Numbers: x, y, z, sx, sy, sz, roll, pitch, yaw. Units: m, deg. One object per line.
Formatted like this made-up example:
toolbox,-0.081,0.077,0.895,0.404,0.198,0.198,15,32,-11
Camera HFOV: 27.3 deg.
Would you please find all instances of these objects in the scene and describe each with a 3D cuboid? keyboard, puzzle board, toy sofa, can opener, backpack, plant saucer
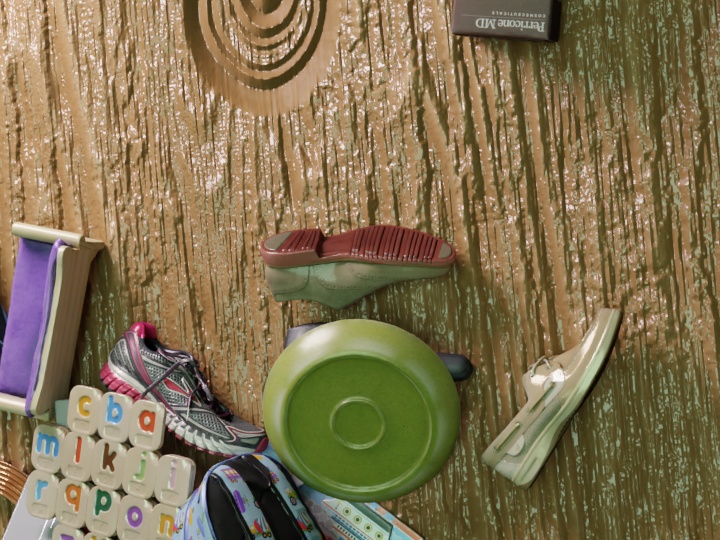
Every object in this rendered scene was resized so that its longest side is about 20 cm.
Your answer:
keyboard,-0.353,0.301,1.544,0.056,0.201,0.011,13,138,3
puzzle board,-0.055,0.279,1.532,0.200,0.017,0.151,35,99,13
toy sofa,-0.343,0.054,1.573,0.082,0.098,0.201,11,94,16
can opener,0.013,0.095,1.488,0.199,0.063,0.079,3,90,16
backpack,-0.113,0.289,1.447,0.134,0.182,0.201,-29,82,29
plant saucer,-0.001,0.147,1.463,0.199,0.031,0.201,2,109,5

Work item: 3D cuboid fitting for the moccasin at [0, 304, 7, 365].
moccasin,-0.439,0.032,1.615,0.080,0.068,0.201,-18,85,15

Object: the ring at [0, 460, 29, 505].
ring,-0.415,0.306,1.634,0.199,0.019,0.201,0,89,16

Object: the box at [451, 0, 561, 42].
box,0.148,-0.325,1.435,0.100,0.075,0.201,5,100,14

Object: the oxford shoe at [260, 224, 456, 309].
oxford shoe,0.000,0.000,1.502,0.199,0.071,0.075,2,117,15

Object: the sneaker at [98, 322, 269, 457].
sneaker,-0.179,0.129,1.535,0.200,0.081,0.075,31,96,14

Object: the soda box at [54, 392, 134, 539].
soda box,-0.273,0.232,1.570,0.068,0.064,0.201,-5,89,16

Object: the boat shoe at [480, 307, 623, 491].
boat shoe,0.186,0.116,1.437,0.065,0.072,0.201,32,104,12

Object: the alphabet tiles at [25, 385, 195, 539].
alphabet tiles,-0.257,0.222,1.512,0.199,0.015,0.197,9,95,28
